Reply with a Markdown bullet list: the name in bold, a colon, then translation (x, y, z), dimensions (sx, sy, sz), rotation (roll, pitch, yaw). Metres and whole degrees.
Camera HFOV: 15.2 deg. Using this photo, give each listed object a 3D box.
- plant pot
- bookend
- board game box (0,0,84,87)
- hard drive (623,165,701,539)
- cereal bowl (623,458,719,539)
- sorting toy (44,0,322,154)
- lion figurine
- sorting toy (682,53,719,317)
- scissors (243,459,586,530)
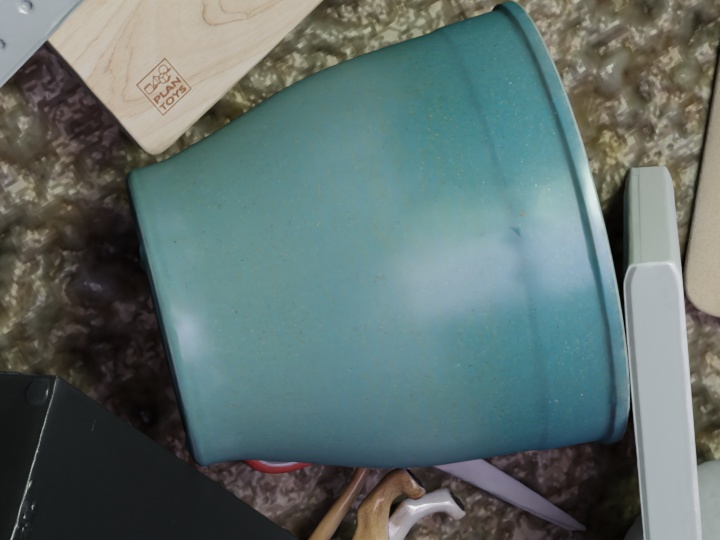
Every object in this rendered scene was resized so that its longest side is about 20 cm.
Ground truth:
- **plant pot**: translation (0.000, 0.000, 1.190), dimensions (0.187, 0.200, 0.201), rotation (-14, 105, -6)
- **bookend**: translation (-0.134, 0.169, 1.141), dimensions (0.200, 0.092, 0.200), rotation (39, 58, -52)
- **board game box**: translation (-0.226, -0.141, 1.113), dimensions (0.200, 0.026, 0.200), rotation (40, 113, -18)
- **hard drive**: translation (0.137, 0.037, 1.239), dimensions (0.026, 0.200, 0.132), rotation (-4, 103, 7)
- **cereal bowl**: translation (0.157, 0.184, 1.305), dimensions (0.200, 0.083, 0.201), rotation (-32, 127, -56)
- **sorting toy**: translation (-0.090, -0.193, 1.179), dimensions (0.200, 0.070, 0.199), rotation (-44, 111, -6)
- **lion figurine**: translation (0.023, 0.179, 1.300), dimensions (0.122, 0.072, 0.200), rotation (-39, 97, 9)
- **sorting toy**: translation (0.266, -0.061, 1.353), dimensions (0.199, 0.036, 0.186), rotation (6, 98, -16)
- **scissors**: translation (0.030, 0.077, 1.304), dimensions (0.199, 0.014, 0.073), rotation (14, 94, -20)
